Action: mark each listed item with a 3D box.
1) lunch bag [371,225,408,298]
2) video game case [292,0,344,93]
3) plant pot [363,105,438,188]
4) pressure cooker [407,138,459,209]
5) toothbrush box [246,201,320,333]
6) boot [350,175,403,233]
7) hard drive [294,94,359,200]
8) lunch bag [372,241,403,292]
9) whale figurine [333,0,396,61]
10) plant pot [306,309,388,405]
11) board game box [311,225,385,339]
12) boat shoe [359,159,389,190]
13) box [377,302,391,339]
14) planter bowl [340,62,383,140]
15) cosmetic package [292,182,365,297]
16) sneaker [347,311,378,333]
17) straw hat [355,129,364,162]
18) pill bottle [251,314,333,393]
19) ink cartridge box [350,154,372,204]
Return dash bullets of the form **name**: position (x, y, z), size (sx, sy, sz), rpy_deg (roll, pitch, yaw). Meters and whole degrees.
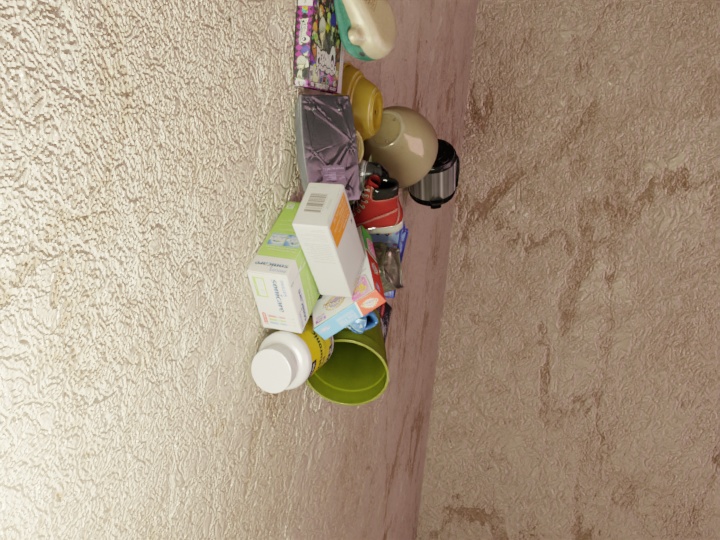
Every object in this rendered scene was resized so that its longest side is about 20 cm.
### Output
- **lunch bag**: position (0.027, -0.026, 1.698), size (0.094, 0.147, 0.205), rpy_deg (41, 60, -74)
- **video game case**: position (-0.076, -0.444, 1.318), size (0.200, 0.035, 0.186), rpy_deg (-29, 124, -71)
- **plant pot**: position (0.081, -0.321, 1.672), size (0.134, 0.196, 0.205), rpy_deg (32, 68, -65)
- **pressure cooker**: position (0.238, -0.316, 2.273), size (0.176, 0.176, 0.203), rpy_deg (-45, 146, -32)
- **toothbrush box**: position (-0.125, -0.009, 1.284), size (0.148, 0.084, 0.202), rpy_deg (81, 23, -43)
- **boot**: position (-0.010, -0.138, 1.445), size (0.146, 0.195, 0.074), rpy_deg (76, 5, -49)
- **hard drive**: position (-0.066, -0.233, 1.312), size (0.133, 0.042, 0.205), rpy_deg (-11, 98, -40)
- **lunch bag**: position (0.000, 0.000, 1.569), size (0.200, 0.160, 0.121), rpy_deg (0, 83, -75)
- **whale figurine**: position (-0.014, -0.499, 1.322), size (0.199, 0.102, 0.162), rpy_deg (39, 55, -42)
- **plant pot**: position (-0.024, 0.175, 1.607), size (0.195, 0.195, 0.204), rpy_deg (-80, 170, -53)
- **board game box**: position (-0.034, 0.021, 1.368), size (0.040, 0.151, 0.202), rpy_deg (44, 22, -37)
- **boat shoe**: position (0.032, -0.213, 1.517), size (0.200, 0.065, 0.072), rpy_deg (1, 97, -84)
- **box**: position (0.004, 0.170, 1.813), size (0.182, 0.102, 0.205), rpy_deg (47, 54, -72)
- **planter bowl**: position (0.002, -0.366, 1.555), size (0.200, 0.081, 0.206), rpy_deg (9, 90, -75)
- **cosmetic package**: position (-0.053, -0.052, 1.242), size (0.202, 0.070, 0.103), rpy_deg (72, 30, -50)
- **sneaker**: position (-0.040, 0.084, 1.464), size (0.197, 0.105, 0.077), rpy_deg (8, 107, -38)
- **straw hat**: position (-0.039, -0.252, 1.412), size (0.201, 0.083, 0.205), rpy_deg (-47, 145, -50)
- **pill bottle**: position (-0.132, 0.162, 1.309), size (0.200, 0.109, 0.114), rpy_deg (-33, 130, -69)
- **ink cartridge box**: position (-0.020, -0.171, 1.622), size (0.105, 0.058, 0.203), rpy_deg (76, 27, -53)
